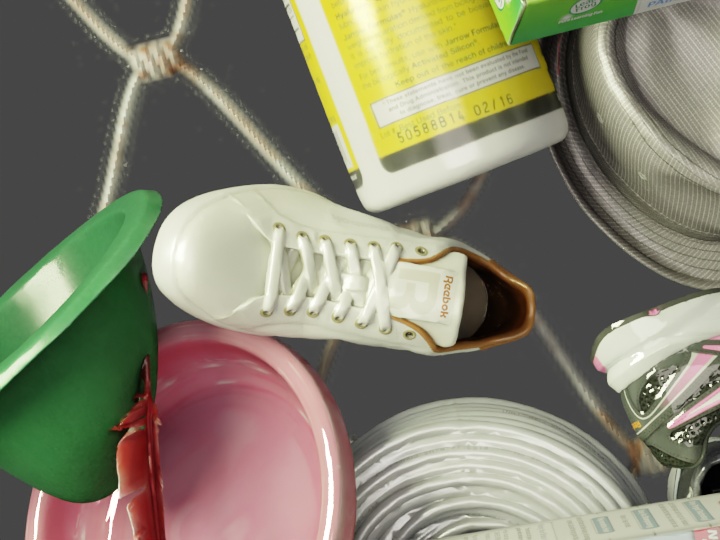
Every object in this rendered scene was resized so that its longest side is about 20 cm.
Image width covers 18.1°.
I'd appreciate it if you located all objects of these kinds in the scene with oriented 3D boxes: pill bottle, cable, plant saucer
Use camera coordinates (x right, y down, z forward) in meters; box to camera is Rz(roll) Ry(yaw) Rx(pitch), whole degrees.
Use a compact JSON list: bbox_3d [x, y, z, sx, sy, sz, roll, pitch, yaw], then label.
[{"bbox_3d":[0.018,-0.139,1.108,0.111,0.111,0.201,-21,92,4],"label":"pill bottle"},{"bbox_3d":[0.059,0.164,1.141,0.199,0.069,0.201,-17,92,3],"label":"cable"},{"bbox_3d":[-0.078,0.126,1.116,0.200,0.051,0.201,-13,68,34],"label":"plant saucer"}]

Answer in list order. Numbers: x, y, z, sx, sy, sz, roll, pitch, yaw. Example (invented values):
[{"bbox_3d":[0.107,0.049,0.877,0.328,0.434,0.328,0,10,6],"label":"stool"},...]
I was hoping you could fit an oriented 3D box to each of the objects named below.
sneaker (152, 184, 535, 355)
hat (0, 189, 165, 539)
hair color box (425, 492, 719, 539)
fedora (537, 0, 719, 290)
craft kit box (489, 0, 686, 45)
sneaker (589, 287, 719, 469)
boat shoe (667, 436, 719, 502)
[{"bbox_3d":[0.000,0.000,1.080,0.199,0.085,0.073,8,88,-35],"label":"sneaker"},{"bbox_3d":[-0.113,0.089,1.109,0.176,0.166,0.200,47,56,-14],"label":"hat"},{"bbox_3d":[0.105,0.150,1.055,0.199,0.099,0.061,-10,92,2],"label":"hair color box"},{"bbox_3d":[0.179,-0.086,1.112,0.177,0.090,0.200,-31,91,4],"label":"fedora"},{"bbox_3d":[0.129,-0.221,1.071,0.199,0.049,0.198,-15,68,-15],"label":"craft kit box"},{"bbox_3d":[0.218,0.041,1.110,0.199,0.080,0.087,-21,80,-2],"label":"sneaker"},{"bbox_3d":[0.197,0.185,1.135,0.071,0.068,0.201,-8,92,3],"label":"boat shoe"}]
